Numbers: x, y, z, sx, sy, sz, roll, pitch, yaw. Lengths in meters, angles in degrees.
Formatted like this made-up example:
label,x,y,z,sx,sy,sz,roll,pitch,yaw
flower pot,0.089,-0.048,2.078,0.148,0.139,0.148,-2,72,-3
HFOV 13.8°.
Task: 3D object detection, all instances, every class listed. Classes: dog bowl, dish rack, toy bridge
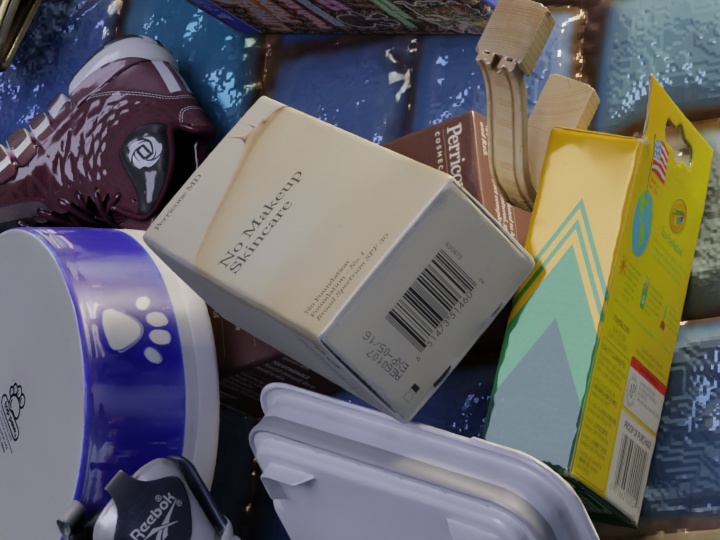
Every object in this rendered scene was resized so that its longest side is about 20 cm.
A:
label,x,y,z,sx,sy,sz,roll,pitch,yaw
dog bowl,-0.155,0.076,1.610,0.200,0.079,0.200,-6,83,59
dish rack,0.036,0.141,1.444,0.200,0.172,0.044,15,54,39
toy bridge,0.092,-0.062,1.462,0.027,0.200,0.067,20,76,24

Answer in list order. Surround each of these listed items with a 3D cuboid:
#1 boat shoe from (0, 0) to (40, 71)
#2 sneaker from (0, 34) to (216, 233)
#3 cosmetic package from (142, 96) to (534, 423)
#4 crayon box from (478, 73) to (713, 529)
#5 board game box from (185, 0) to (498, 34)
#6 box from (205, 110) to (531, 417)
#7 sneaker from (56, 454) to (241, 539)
label,x,y,z,sx,sy,sz,roll,pitch,yaw
boat shoe,-0.190,-0.212,1.798,0.060,0.072,0.202,32,81,6
sneaker,-0.161,-0.033,1.712,0.200,0.076,0.116,-48,55,11
cosmetic package,-0.014,-0.009,1.455,0.104,0.073,0.200,-51,32,-9
crayon box,0.118,0.014,1.455,0.051,0.127,0.200,9,77,23
board game box,-0.001,-0.221,1.650,0.200,0.097,0.160,3,75,36
box,0.000,0.000,1.584,0.200,0.075,0.100,-20,62,27
sneaker,-0.074,0.154,1.469,0.199,0.130,0.079,11,49,46
